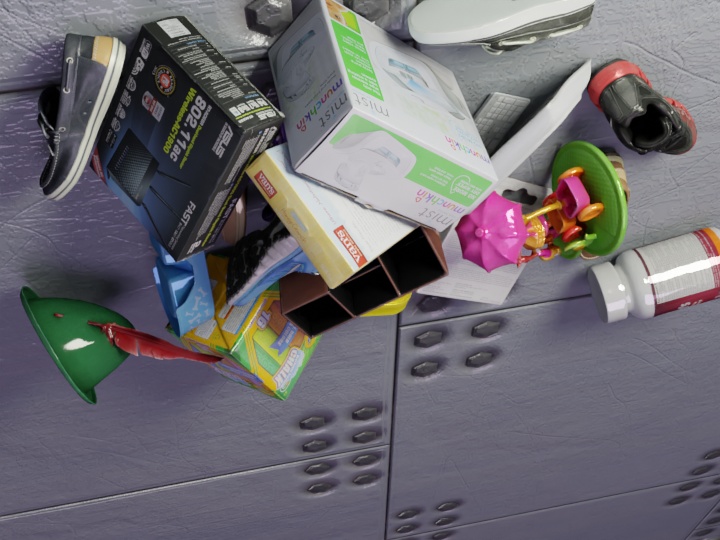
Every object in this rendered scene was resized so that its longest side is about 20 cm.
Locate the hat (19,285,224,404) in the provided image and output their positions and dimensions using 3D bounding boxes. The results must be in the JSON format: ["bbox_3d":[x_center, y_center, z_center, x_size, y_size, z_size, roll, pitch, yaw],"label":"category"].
[{"bbox_3d":[-0.307,0.065,1.098,0.176,0.200,0.166,-31,-171,-10],"label":"hat"}]

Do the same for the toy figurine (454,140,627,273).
[{"bbox_3d":[0.202,-0.054,1.068,0.184,0.150,0.200,-18,160,-16],"label":"toy figurine"}]

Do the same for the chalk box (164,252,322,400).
[{"bbox_3d":[-0.140,0.088,1.150,0.124,0.125,0.200,15,158,33],"label":"chalk box"}]

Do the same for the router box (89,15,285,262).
[{"bbox_3d":[-0.181,-0.128,0.857,0.062,0.150,0.200,-33,165,-48],"label":"router box"}]

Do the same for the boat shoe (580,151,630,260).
[{"bbox_3d":[0.326,-0.073,1.168,0.076,0.074,0.200,-14,144,0],"label":"boat shoe"}]

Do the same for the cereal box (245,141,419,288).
[{"bbox_3d":[-0.014,-0.079,0.878,0.040,0.144,0.200,-37,179,34],"label":"cereal box"}]

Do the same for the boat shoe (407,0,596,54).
[{"bbox_3d":[0.147,-0.253,0.871,0.200,0.071,0.064,-13,143,-5],"label":"boat shoe"}]

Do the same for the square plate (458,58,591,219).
[{"bbox_3d":[0.177,-0.140,0.958,0.028,0.198,0.200,45,127,1],"label":"square plate"}]

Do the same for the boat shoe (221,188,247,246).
[{"bbox_3d":[-0.165,-0.108,0.971,0.064,0.071,0.200,-3,135,-4],"label":"boat shoe"}]

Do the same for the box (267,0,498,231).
[{"bbox_3d":[0.020,-0.155,0.869,0.200,0.177,0.097,21,131,-37],"label":"box"}]

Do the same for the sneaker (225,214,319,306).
[{"bbox_3d":[-0.082,-0.010,0.979,0.090,0.078,0.200,28,131,-33],"label":"sneaker"}]

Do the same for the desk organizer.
[{"bbox_3d":[0.000,0.000,1.019,0.200,0.077,0.072,-26,137,19],"label":"desk organizer"}]

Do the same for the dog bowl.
[{"bbox_3d":[-0.218,-0.017,1.012,0.050,0.111,0.200,-18,124,-20],"label":"dog bowl"}]

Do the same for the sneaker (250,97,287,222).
[{"bbox_3d":[-0.089,-0.120,0.973,0.083,0.081,0.200,11,134,4],"label":"sneaker"}]

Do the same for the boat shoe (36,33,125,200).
[{"bbox_3d":[-0.296,-0.155,0.858,0.062,0.075,0.200,15,130,-26],"label":"boat shoe"}]

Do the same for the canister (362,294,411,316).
[{"bbox_3d":[0.010,-0.033,1.109,0.148,0.087,0.200,-1,141,-13],"label":"canister"}]

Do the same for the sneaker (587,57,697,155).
[{"bbox_3d":[0.352,-0.174,1.023,0.200,0.098,0.071,22,129,-41],"label":"sneaker"}]

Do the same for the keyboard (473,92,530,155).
[{"bbox_3d":[0.136,-0.145,1.063,0.056,0.011,0.200,8,139,-27],"label":"keyboard"}]

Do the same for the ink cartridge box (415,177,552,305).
[{"bbox_3d":[0.175,-0.048,1.190,0.161,0.050,0.200,9,119,-32],"label":"ink cartridge box"}]

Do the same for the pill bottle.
[{"bbox_3d":[0.458,0.011,1.294,0.200,0.110,0.110,-17,144,4],"label":"pill bottle"}]
